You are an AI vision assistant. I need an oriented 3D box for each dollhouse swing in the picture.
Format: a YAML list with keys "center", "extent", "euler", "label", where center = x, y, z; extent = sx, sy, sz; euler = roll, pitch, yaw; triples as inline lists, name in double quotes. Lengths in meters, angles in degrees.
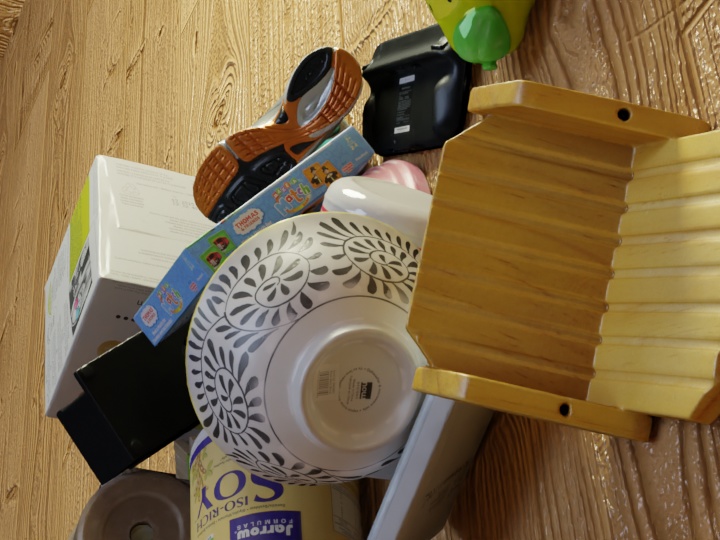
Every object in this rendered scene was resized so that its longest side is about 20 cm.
- center: [0.131, -0.009, 1.082]
  extent: [0.176, 0.180, 0.202]
  euler: [110, 173, -86]
  label: "dollhouse swing"

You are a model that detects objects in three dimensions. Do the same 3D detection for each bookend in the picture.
- center: [-0.199, 0.118, 1.633]
  extent: [0.093, 0.198, 0.200]
  euler: [55, 140, 2]
  label: "bookend"

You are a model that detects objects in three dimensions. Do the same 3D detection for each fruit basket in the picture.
- center: [0.082, -0.267, 1.403]
  extent: [0.216, 0.155, 0.216]
  euler: [-54, 15, 22]
  label: "fruit basket"

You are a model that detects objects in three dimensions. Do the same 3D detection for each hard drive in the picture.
- center: [0.064, 0.108, 1.258]
  extent: [0.132, 0.027, 0.201]
  euler: [-25, -40, -65]
  label: "hard drive"

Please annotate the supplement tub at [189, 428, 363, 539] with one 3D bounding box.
- center: [-0.068, 0.224, 1.472]
  extent: [0.146, 0.144, 0.201]
  euler: [123, 152, -43]
  label: "supplement tub"

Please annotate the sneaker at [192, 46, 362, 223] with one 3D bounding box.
- center: [-0.066, -0.118, 1.629]
  extent: [0.200, 0.076, 0.092]
  euler: [-43, -2, 12]
  label: "sneaker"

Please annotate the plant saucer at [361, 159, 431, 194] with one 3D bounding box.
- center: [0.000, 0.000, 1.566]
  extent: [0.200, 0.050, 0.203]
  euler: [-166, 90, -70]
  label: "plant saucer"

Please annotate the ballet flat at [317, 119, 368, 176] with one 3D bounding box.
- center: [-0.025, -0.104, 1.695]
  extent: [0.200, 0.067, 0.064]
  euler: [-113, 6, -62]
  label: "ballet flat"

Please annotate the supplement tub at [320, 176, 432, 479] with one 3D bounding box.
- center: [0.015, 0.042, 1.370]
  extent: [0.140, 0.139, 0.202]
  euler: [-138, 63, -67]
  label: "supplement tub"

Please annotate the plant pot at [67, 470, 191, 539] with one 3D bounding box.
- center: [-0.181, 0.259, 1.605]
  extent: [0.175, 0.198, 0.202]
  euler: [89, -178, -62]
  label: "plant pot"

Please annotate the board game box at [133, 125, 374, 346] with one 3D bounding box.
- center: [-0.090, -0.029, 1.521]
  extent: [0.200, 0.037, 0.151]
  euler: [-38, -5, -33]
  label: "board game box"

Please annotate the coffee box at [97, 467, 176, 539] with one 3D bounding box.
- center: [-0.207, 0.293, 1.842]
  extent: [0.200, 0.113, 0.080]
  euler: [-111, 39, -58]
  label: "coffee box"

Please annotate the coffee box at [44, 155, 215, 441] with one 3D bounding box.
- center: [-0.209, 0.034, 1.879]
  extent: [0.201, 0.198, 0.199]
  euler: [-103, 32, -49]
  label: "coffee box"

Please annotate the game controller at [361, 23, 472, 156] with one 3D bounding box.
- center: [0.048, -0.155, 1.565]
  extent: [0.200, 0.042, 0.106]
  euler: [180, 88, -70]
  label: "game controller"

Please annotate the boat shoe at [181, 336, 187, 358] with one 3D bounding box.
- center: [-0.059, 0.085, 1.518]
  extent: [0.068, 0.199, 0.072]
  euler: [-38, -41, -46]
  label: "boat shoe"

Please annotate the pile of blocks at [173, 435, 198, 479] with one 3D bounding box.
- center: [-0.130, 0.192, 1.791]
  extent: [0.200, 0.062, 0.083]
  euler: [144, 117, -66]
  label: "pile of blocks"

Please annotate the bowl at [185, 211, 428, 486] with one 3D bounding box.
- center: [-0.013, 0.068, 1.240]
  extent: [0.094, 0.199, 0.203]
  euler: [-143, 68, -66]
  label: "bowl"
